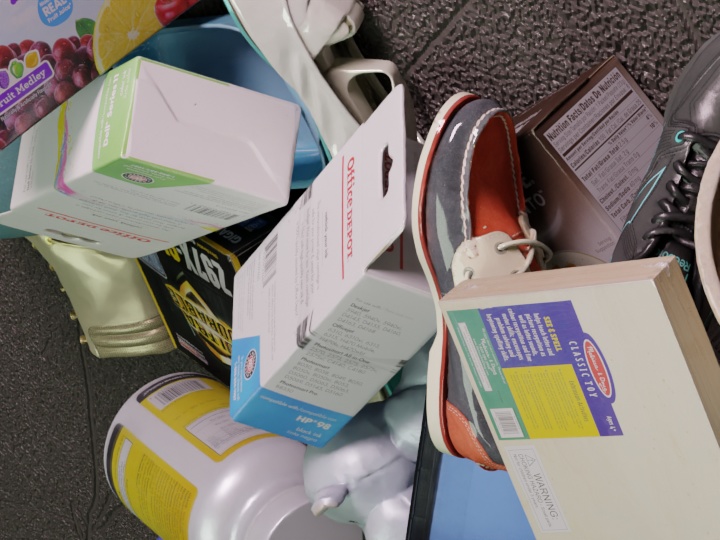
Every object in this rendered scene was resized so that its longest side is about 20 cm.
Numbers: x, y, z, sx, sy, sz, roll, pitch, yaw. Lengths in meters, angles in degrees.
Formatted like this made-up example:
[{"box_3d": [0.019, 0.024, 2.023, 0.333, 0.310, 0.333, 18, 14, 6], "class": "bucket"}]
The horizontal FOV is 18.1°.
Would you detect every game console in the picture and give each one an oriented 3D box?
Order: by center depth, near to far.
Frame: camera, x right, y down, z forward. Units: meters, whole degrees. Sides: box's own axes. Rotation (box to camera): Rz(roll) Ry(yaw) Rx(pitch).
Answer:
[{"box_3d": [0.097, 0.168, 1.243, 0.171, 0.118, 0.200, 15, 127, 12], "class": "game console"}]

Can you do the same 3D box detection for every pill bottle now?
[{"box_3d": [-0.085, 0.152, 1.537, 0.200, 0.112, 0.112, 31, 149, 51], "class": "pill bottle"}]

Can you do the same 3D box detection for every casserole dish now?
[{"box_3d": [-0.082, -0.111, 1.434, 0.200, 0.039, 0.121, 3, 128, 52], "class": "casserole dish"}]

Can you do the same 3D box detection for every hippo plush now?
[{"box_3d": [0.042, 0.104, 1.357, 0.200, 0.161, 0.159, 48, 180, -6], "class": "hippo plush"}]

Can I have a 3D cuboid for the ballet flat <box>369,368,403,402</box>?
[{"box_3d": [0.000, 0.025, 1.467, 0.069, 0.069, 0.200, 16, 138, 42], "class": "ballet flat"}]

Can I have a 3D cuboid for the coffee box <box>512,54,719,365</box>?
[{"box_3d": [0.148, -0.002, 1.224, 0.200, 0.080, 0.114, 50, 148, -5], "class": "coffee box"}]

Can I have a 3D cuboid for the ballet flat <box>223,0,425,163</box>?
[{"box_3d": [-0.014, -0.125, 1.319, 0.069, 0.069, 0.200, 4, 133, 50], "class": "ballet flat"}]

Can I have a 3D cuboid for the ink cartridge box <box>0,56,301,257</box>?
[{"box_3d": [-0.139, -0.065, 1.398, 0.117, 0.067, 0.200, 15, 162, -31], "class": "ink cartridge box"}]

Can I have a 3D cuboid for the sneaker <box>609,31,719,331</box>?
[{"box_3d": [0.168, -0.025, 1.103, 0.075, 0.079, 0.200, 21, 108, 6], "class": "sneaker"}]

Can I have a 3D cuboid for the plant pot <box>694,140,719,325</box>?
[{"box_3d": [0.248, 0.029, 1.049, 0.200, 0.200, 0.184, 36, 159, 20], "class": "plant pot"}]

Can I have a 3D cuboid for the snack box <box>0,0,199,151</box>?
[{"box_3d": [-0.184, -0.183, 1.320, 0.053, 0.200, 0.142, 3, 128, 52], "class": "snack box"}]

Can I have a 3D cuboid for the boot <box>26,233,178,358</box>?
[{"box_3d": [-0.222, -0.015, 1.690, 0.200, 0.073, 0.156, 9, 130, 40], "class": "boot"}]

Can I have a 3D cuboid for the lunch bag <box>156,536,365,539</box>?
[{"box_3d": [-0.059, 0.229, 1.640, 0.170, 0.200, 0.124, 9, 133, 48], "class": "lunch bag"}]

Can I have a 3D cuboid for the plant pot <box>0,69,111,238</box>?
[{"box_3d": [-0.236, -0.099, 1.515, 0.135, 0.200, 0.200, 29, 149, -3], "class": "plant pot"}]

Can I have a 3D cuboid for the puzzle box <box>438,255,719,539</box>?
[{"box_3d": [0.129, 0.090, 1.095, 0.133, 0.025, 0.200, -6, 114, 43], "class": "puzzle box"}]

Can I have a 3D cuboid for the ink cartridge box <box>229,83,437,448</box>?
[{"box_3d": [0.000, 0.000, 1.306, 0.067, 0.116, 0.200, 21, 136, -23], "class": "ink cartridge box"}]

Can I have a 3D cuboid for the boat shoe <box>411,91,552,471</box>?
[{"box_3d": [0.070, 0.009, 1.154, 0.063, 0.071, 0.200, 13, 112, 41], "class": "boat shoe"}]

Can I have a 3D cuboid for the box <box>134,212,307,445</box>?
[{"box_3d": [-0.092, 0.014, 1.538, 0.200, 0.049, 0.160, 31, 147, 53], "class": "box"}]
